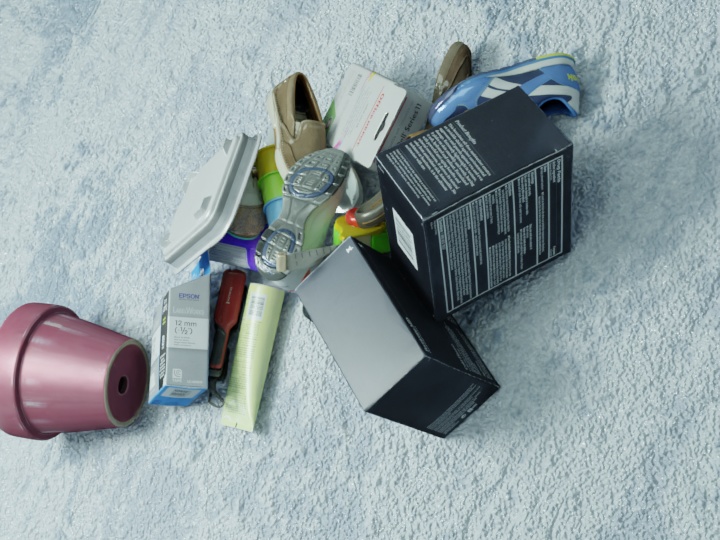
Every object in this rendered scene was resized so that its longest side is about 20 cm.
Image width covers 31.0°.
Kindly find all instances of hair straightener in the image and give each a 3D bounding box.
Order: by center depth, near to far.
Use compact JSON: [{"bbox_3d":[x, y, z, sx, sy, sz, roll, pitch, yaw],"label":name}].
[{"bbox_3d":[-0.187,0.102,1.823,0.040,0.077,0.202,4,62,-1],"label":"hair straightener"}]

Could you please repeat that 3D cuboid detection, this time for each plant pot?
[{"bbox_3d":[-0.414,0.153,1.894,0.177,0.200,0.202,5,76,20],"label":"plant pot"}]

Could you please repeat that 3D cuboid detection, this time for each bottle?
[{"bbox_3d":[-0.137,-0.035,1.820,0.199,0.083,0.066,12,113,34],"label":"bottle"}]

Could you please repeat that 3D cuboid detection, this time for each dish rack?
[{"bbox_3d":[-0.212,-0.097,1.776,0.200,0.043,0.173,-33,36,55],"label":"dish rack"}]

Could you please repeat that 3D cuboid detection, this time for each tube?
[{"bbox_3d":[-0.150,0.120,1.800,0.051,0.058,0.202,12,82,2],"label":"tube"}]

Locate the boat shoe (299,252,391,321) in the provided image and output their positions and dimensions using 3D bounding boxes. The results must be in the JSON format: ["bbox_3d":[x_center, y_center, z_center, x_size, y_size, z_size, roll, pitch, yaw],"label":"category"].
[{"bbox_3d":[0.000,0.000,1.716,0.200,0.075,0.060,-51,47,10],"label":"boat shoe"}]

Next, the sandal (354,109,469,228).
[{"bbox_3d":[0.062,-0.132,1.587,0.200,0.055,0.082,-40,13,2],"label":"sandal"}]

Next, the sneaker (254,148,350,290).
[{"bbox_3d":[-0.070,-0.066,1.667,0.074,0.087,0.201,23,74,22],"label":"sneaker"}]

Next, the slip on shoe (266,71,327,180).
[{"bbox_3d":[-0.074,-0.178,1.748,0.061,0.076,0.201,-43,48,37],"label":"slip on shoe"}]

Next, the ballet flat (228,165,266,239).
[{"bbox_3d":[-0.163,-0.106,1.814,0.200,0.067,0.068,-105,21,-67],"label":"ballet flat"}]

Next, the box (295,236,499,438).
[{"bbox_3d":[0.044,0.083,1.587,0.104,0.182,0.201,-43,54,15],"label":"box"}]

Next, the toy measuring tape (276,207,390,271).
[{"bbox_3d":[-0.032,-0.036,1.624,0.073,0.199,0.074,26,123,51],"label":"toy measuring tape"}]

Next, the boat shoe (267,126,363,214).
[{"bbox_3d":[-0.051,-0.143,1.809,0.071,0.064,0.200,-51,54,12],"label":"boat shoe"}]

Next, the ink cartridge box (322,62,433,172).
[{"bbox_3d":[0.023,-0.195,1.723,0.118,0.067,0.200,-62,27,8],"label":"ink cartridge box"}]

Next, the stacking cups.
[{"bbox_3d":[-0.097,-0.070,1.744,0.060,0.060,0.202,-27,63,25],"label":"stacking cups"}]

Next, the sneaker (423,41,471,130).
[{"bbox_3d":[0.129,-0.202,1.716,0.075,0.070,0.202,14,79,12],"label":"sneaker"}]

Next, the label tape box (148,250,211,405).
[{"bbox_3d":[-0.253,0.078,1.821,0.143,0.065,0.202,139,132,-66],"label":"label tape box"}]

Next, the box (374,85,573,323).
[{"bbox_3d":[0.137,-0.076,1.526,0.197,0.201,0.124,-26,54,-12],"label":"box"}]

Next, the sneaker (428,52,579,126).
[{"bbox_3d":[0.183,-0.208,1.636,0.198,0.074,0.083,-17,77,6],"label":"sneaker"}]
